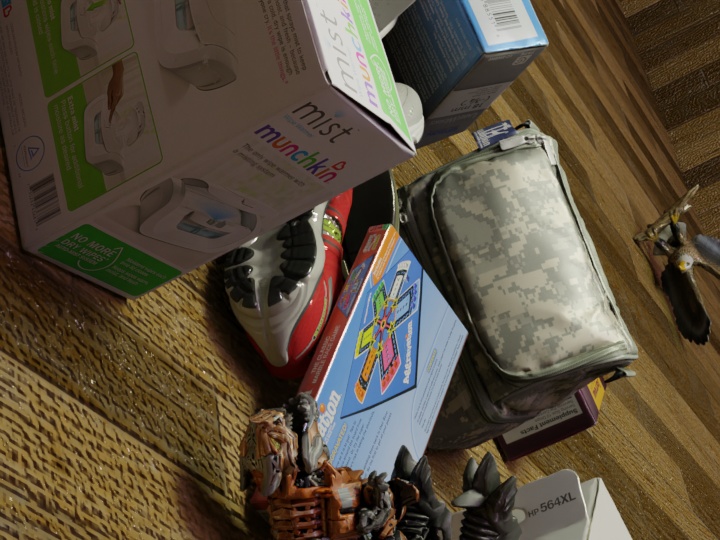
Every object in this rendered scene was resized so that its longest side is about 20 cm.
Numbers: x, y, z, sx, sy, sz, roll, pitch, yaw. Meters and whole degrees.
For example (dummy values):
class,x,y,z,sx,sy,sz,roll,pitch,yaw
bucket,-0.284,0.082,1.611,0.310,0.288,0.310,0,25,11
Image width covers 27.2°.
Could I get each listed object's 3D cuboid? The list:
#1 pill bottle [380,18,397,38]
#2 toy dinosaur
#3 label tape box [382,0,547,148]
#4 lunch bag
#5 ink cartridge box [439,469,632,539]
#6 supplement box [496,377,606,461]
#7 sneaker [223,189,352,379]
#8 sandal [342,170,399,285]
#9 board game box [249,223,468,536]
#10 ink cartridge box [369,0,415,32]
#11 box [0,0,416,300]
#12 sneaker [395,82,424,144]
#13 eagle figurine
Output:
class,x,y,z,sx,sy,sz,roll,pitch,yaw
pill bottle,-0.067,-0.235,1.037,0.201,0.113,0.114,59,19,-18
toy dinosaur,0.004,0.155,0.773,0.135,0.102,0.202,-30,124,-31
label tape box,0.044,-0.180,1.127,0.063,0.200,0.146,-14,75,-29
lunch bag,0.097,0.012,1.090,0.139,0.167,0.202,16,51,-66
ink cartridge box,0.122,0.240,0.937,0.201,0.128,0.125,61,19,-9
supplement box,0.126,0.042,1.258,0.202,0.085,0.110,63,18,-6
sneaker,-0.041,-0.008,0.922,0.201,0.076,0.086,-76,154,-53
sandal,-0.001,0.001,1.007,0.057,0.079,0.203,65,10,-80
board game box,0.005,0.081,0.867,0.103,0.019,0.201,54,44,-34
ink cartridge box,-0.030,-0.194,0.931,0.116,0.200,0.067,39,31,-21
box,-0.089,-0.119,0.736,0.097,0.175,0.202,32,37,-57
sneaker,-0.034,-0.107,0.889,0.199,0.075,0.093,-16,109,-45
eagle figurine,0.521,-0.003,2.315,0.151,0.152,0.200,-38,85,-35
